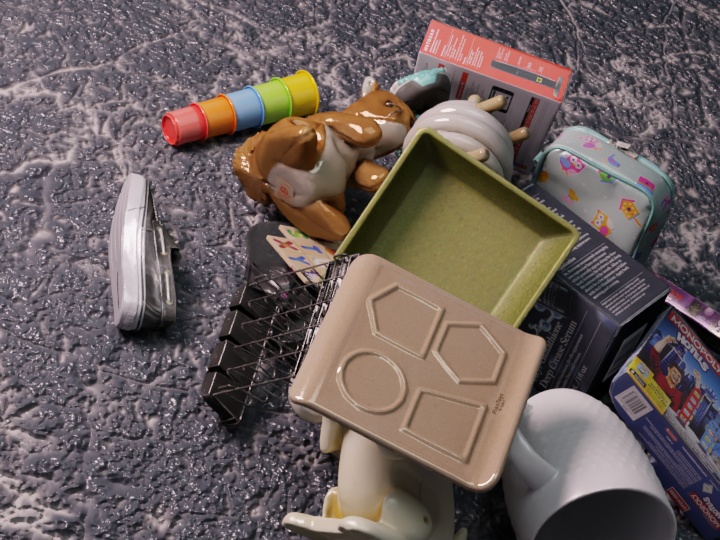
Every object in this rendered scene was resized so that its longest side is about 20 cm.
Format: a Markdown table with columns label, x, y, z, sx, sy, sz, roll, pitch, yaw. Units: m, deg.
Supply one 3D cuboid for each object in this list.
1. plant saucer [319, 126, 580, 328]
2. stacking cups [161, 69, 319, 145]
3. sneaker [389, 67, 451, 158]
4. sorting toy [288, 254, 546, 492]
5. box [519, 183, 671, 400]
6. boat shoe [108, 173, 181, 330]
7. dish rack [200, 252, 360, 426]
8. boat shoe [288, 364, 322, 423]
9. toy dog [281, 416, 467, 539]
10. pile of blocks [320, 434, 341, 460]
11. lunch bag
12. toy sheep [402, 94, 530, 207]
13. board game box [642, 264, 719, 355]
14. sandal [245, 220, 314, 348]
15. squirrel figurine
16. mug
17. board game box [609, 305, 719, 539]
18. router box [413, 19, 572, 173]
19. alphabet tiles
| label | x | y | z | sx | sy | sz | roll | pitch | yaw |
| --- | --- | --- | --- | --- | --- | --- | --- | --- | --- |
| plant saucer | 0.091 | -0.013 | 1.599 | 0.199 | 0.200 | 0.048 | 34 | 5 | -1 |
| stacking cups | -0.148 | -0.192 | 1.877 | 0.199 | 0.061 | 0.061 | -20 | 54 | -28 |
| sneaker | 0.078 | -0.167 | 1.828 | 0.077 | 0.200 | 0.092 | -16 | 70 | -8 |
| sorting toy | 0.054 | 0.093 | 1.401 | 0.199 | 0.037 | 0.186 | 24 | 51 | 2 |
| box | 0.212 | 0.031 | 1.689 | 0.200 | 0.149 | 0.107 | 39 | 46 | 23 |
| boat shoe | -0.229 | -0.015 | 1.655 | 0.071 | 0.072 | 0.201 | 11 | 52 | -21 |
| dish rack | -0.068 | 0.063 | 1.510 | 0.055 | 0.199 | 0.154 | 39 | 51 | -33 |
| boat shoe | -0.030 | 0.103 | 1.590 | 0.070 | 0.072 | 0.201 | 38 | 37 | -3 |
| toy dog | 0.047 | 0.172 | 1.448 | 0.193 | 0.139 | 0.201 | 24 | 72 | -21 |
| pile of blocks | 0.050 | 0.157 | 1.558 | 0.199 | 0.062 | 0.083 | 4 | 81 | -23 |
| lunch bag | 0.260 | -0.062 | 1.766 | 0.160 | 0.201 | 0.077 | 33 | 42 | 19 |
| toy sheep | 0.110 | -0.125 | 1.695 | 0.137 | 0.138 | 0.200 | 22 | 46 | 4 |
| board game box | 0.397 | 0.070 | 1.717 | 0.032 | 0.120 | 0.200 | -50 | 53 | -5 |
| sandal | -0.094 | 0.006 | 1.671 | 0.075 | 0.048 | 0.201 | -8 | 42 | -8 |
| squirrel figurine | -0.038 | -0.142 | 1.750 | 0.199 | 0.142 | 0.187 | 2 | 36 | 48 |
| mug | 0.193 | 0.191 | 1.493 | 0.200 | 0.148 | 0.176 | 38 | 20 | -32 |
| board game box | 0.359 | 0.148 | 1.641 | 0.200 | 0.062 | 0.200 | 51 | 39 | -2 |
| router box | 0.149 | -0.209 | 1.883 | 0.179 | 0.200 | 0.049 | 21 | 69 | 2 |
| alphabet tiles | 0.000 | 0.000 | 1.694 | 0.199 | 0.006 | 0.166 | 9 | 24 | -35 |
